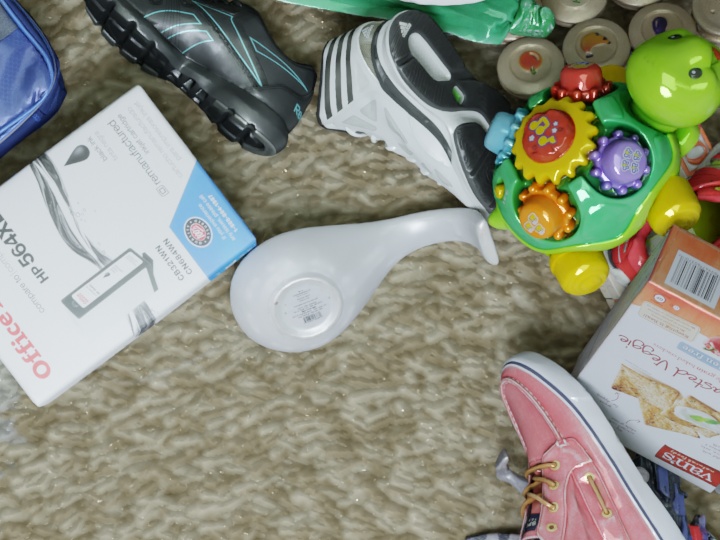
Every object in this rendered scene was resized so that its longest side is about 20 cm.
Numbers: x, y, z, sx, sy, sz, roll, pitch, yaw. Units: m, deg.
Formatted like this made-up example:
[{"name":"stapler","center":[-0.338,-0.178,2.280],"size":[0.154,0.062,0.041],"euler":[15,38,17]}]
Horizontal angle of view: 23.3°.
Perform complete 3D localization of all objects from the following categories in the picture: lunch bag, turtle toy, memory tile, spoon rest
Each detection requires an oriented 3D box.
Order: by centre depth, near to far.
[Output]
[{"name":"turtle toy","center":[0.167,-0.088,1.197],"size":[0.200,0.101,0.146],"euler":[-34,55,17]},{"name":"lunch bag","center":[-0.317,-0.125,1.239],"size":[0.200,0.132,0.136],"euler":[-39,93,-4]},{"name":"memory tile","center":[0.183,-0.211,1.295],"size":[0.200,0.017,0.154],"euler":[-16,65,0]},{"name":"spoon rest","center":[0.000,0.000,1.300],"size":[0.200,0.061,0.099],"euler":[-18,119,1]}]

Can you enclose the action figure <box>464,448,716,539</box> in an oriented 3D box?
[{"name":"action figure","center":[0.186,0.191,1.316],"size":[0.193,0.105,0.200],"euler":[14,60,-10]}]

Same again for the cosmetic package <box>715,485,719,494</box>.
[{"name":"cosmetic package","center":[0.376,0.116,1.258],"size":[0.165,0.200,0.165],"euler":[16,89,-5]}]

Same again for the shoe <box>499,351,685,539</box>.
[{"name":"shoe","center":[0.141,0.154,1.234],"size":[0.091,0.071,0.200],"euler":[-28,73,-26]}]

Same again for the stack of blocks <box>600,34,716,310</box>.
[{"name":"stack of blocks","center":[0.207,-0.067,1.314],"size":[0.115,0.059,0.200],"euler":[-27,92,-5]}]

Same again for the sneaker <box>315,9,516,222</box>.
[{"name":"sneaker","center":[0.043,-0.109,1.303],"size":[0.201,0.115,0.076],"euler":[52,54,-31]}]

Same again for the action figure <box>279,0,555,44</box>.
[{"name":"action figure","center":[0.048,-0.210,1.279],"size":[0.200,0.055,0.118],"euler":[21,73,13]}]

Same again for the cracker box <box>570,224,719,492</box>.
[{"name":"cracker box","center":[0.233,0.067,1.224],"size":[0.134,0.200,0.058],"euler":[28,58,3]}]

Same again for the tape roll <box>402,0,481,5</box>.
[{"name":"tape roll","center":[0.061,-0.291,1.253],"size":[0.202,0.071,0.203],"euler":[-2,60,3]}]

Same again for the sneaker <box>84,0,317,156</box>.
[{"name":"sneaker","center":[-0.121,-0.171,1.293],"size":[0.200,0.075,0.079],"euler":[39,74,-10]}]

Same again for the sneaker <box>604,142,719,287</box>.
[{"name":"sneaker","center":[0.267,-0.049,1.247],"size":[0.200,0.085,0.077],"euler":[-38,94,-4]}]

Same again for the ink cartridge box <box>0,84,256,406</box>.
[{"name":"ink cartridge box","center":[-0.197,-0.016,1.272],"size":[0.200,0.084,0.146],"euler":[-38,93,-4]}]
